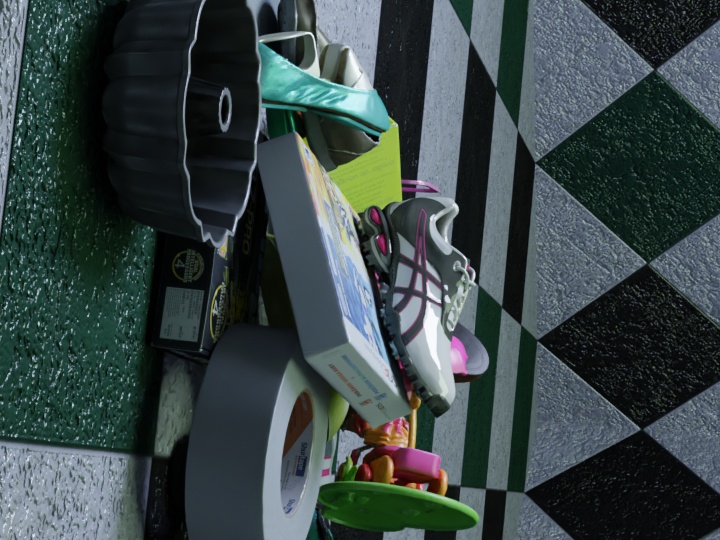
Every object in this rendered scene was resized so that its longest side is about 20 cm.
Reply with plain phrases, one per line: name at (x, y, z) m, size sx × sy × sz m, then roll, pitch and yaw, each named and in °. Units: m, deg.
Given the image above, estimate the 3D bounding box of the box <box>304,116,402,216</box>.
box at (-0.019, -0.054, 1.787) m, size 0.048 × 0.122 × 0.200 m, roll 47°, pitch -28°, yaw 44°

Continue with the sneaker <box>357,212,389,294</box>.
sneaker at (0.000, 0.000, 1.701) m, size 0.200 × 0.074 × 0.088 m, roll -62°, pitch 146°, yaw -66°

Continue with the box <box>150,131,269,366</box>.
box at (-0.118, -0.024, 1.489) m, size 0.161 × 0.049 × 0.201 m, roll 49°, pitch 47°, yaw -78°

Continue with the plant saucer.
plant saucer at (-0.049, 0.059, 1.647) m, size 0.200 × 0.031 × 0.201 m, roll 164°, pitch -90°, yaw -77°

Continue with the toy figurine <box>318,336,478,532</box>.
toy figurine at (0.039, 0.139, 1.694) m, size 0.200 × 0.150 × 0.185 m, roll 143°, pitch -40°, yaw -65°

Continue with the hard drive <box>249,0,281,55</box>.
hard drive at (-0.092, -0.217, 1.584) m, size 0.200 × 0.033 × 0.140 m, roll -36°, pitch 129°, yaw -75°

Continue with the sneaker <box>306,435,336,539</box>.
sneaker at (-0.066, 0.218, 1.762) m, size 0.121 × 0.083 × 0.200 m, roll -86°, pitch 174°, yaw -51°

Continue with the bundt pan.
bundt pan at (-0.133, -0.119, 1.315) m, size 0.202 × 0.076 × 0.203 m, roll 5°, pitch 90°, yaw -78°

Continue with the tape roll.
tape roll at (-0.081, 0.145, 1.478) m, size 0.200 × 0.066 × 0.201 m, roll 7°, pitch 90°, yaw -77°

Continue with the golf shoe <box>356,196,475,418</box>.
golf shoe at (0.059, 0.025, 1.559) m, size 0.077 × 0.088 × 0.200 m, roll 57°, pitch 17°, yaw -66°

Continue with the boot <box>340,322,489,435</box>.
boot at (0.030, 0.122, 1.841) m, size 0.200 × 0.188 × 0.069 m, roll 94°, pitch 4°, yaw -51°

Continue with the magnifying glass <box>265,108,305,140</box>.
magnifying glass at (-0.063, -0.125, 1.621) m, size 0.200 × 0.022 × 0.080 m, roll -58°, pitch 138°, yaw -80°

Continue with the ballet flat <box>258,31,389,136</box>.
ballet flat at (-0.038, -0.160, 1.506) m, size 0.200 × 0.067 × 0.071 m, roll 8°, pitch 102°, yaw -47°

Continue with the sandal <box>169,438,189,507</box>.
sandal at (-0.119, 0.159, 1.581) m, size 0.200 × 0.048 × 0.076 m, roll -2°, pitch 98°, yaw -66°

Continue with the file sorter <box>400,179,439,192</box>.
file sorter at (0.012, 0.000, 1.937) m, size 0.139 × 0.125 × 0.201 m, roll 9°, pitch 85°, yaw -79°

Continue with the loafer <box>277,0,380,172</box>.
loafer at (-0.026, -0.171, 1.608) m, size 0.200 × 0.069 × 0.075 m, roll 71°, pitch 9°, yaw -52°

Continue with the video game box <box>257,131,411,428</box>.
video game box at (-0.022, 0.011, 1.518) m, size 0.182 × 0.047 × 0.200 m, roll 56°, pitch 17°, yaw -63°
